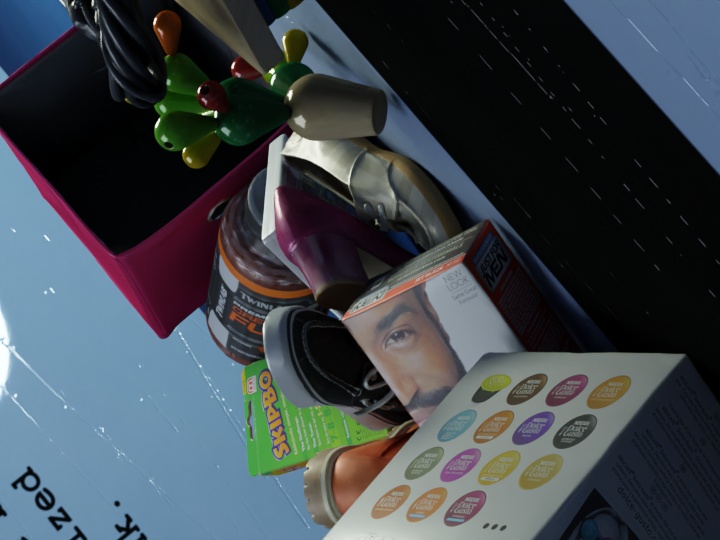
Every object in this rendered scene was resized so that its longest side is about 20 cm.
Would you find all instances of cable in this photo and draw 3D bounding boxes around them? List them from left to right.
[{"bbox_3d":[-0.161,-0.194,1.363,0.163,0.051,0.201,96,154,-61],"label":"cable"}]

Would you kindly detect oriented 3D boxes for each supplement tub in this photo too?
[{"bbox_3d":[-0.069,-0.006,1.781,0.107,0.107,0.200,48,154,19],"label":"supplement tub"}]

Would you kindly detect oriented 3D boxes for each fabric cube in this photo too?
[{"bbox_3d":[-0.171,-0.097,1.851,0.200,0.196,0.199,47,170,20],"label":"fabric cube"}]

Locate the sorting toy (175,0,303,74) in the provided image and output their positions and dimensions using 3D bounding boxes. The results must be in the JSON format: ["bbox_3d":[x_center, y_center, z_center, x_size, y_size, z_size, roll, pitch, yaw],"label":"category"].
[{"bbox_3d":[-0.121,-0.253,1.381,0.200,0.070,0.199,43,168,45],"label":"sorting toy"}]

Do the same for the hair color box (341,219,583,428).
[{"bbox_3d":[0.092,0.077,1.474,0.200,0.111,0.064,54,-145,-13],"label":"hair color box"}]

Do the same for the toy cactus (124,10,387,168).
[{"bbox_3d":[-0.062,-0.123,1.473,0.164,0.103,0.200,6,-171,19],"label":"toy cactus"}]

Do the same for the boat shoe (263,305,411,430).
[{"bbox_3d":[0.001,0.068,1.519,0.199,0.068,0.074,37,-136,-55],"label":"boat shoe"}]

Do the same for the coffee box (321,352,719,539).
[{"bbox_3d":[0.131,0.186,1.325,0.199,0.198,0.200,-2,129,56],"label":"coffee box"}]

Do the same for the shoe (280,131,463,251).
[{"bbox_3d":[0.009,-0.058,1.562,0.200,0.053,0.070,42,168,46],"label":"shoe"}]

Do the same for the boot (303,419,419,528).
[{"bbox_3d":[0.057,0.147,1.579,0.200,0.107,0.075,-11,-91,-57],"label":"boot"}]

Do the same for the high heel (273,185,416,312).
[{"bbox_3d":[0.014,-0.006,1.582,0.200,0.067,0.096,9,-133,-46],"label":"high heel"}]

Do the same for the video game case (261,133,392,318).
[{"bbox_3d":[0.000,0.000,1.646,0.200,0.018,0.143,45,-157,-24],"label":"video game case"}]

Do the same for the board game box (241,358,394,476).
[{"bbox_3d":[-0.032,0.104,1.740,0.200,0.030,0.096,-21,69,49],"label":"board game box"}]
